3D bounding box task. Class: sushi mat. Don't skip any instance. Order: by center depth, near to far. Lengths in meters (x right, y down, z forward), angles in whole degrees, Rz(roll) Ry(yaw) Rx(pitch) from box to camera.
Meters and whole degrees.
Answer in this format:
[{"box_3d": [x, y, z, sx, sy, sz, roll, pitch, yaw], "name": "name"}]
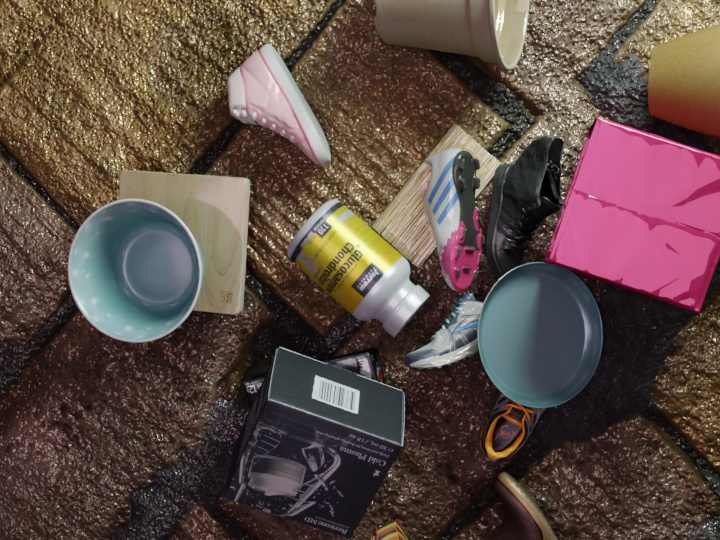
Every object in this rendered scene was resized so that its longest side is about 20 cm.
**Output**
[{"box_3d": [0.110, -0.108, 1.485, 0.096, 0.012, 0.200, 40, 100, 5], "name": "sushi mat"}]

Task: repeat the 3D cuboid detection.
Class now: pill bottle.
[{"box_3d": [0.000, 0.000, 1.464, 0.200, 0.112, 0.112, 41, 100, 6], "name": "pill bottle"}]

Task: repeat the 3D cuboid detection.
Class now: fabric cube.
[{"box_3d": [0.370, -0.074, 1.344, 0.198, 0.196, 0.201, 19, 97, 7], "name": "fabric cube"}]

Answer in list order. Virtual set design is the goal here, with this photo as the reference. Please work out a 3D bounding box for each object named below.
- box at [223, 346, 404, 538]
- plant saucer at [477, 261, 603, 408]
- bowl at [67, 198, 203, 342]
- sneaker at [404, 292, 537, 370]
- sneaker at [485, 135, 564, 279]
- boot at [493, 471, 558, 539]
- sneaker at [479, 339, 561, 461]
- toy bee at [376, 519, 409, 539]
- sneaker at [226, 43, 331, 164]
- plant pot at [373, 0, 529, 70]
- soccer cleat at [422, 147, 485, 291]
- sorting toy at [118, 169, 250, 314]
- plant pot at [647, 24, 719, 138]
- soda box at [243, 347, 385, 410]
[{"box_3d": [-0.065, 0.245, 1.435, 0.199, 0.124, 0.197, 20, 122, -9], "name": "box"}, {"box_3d": [0.246, 0.089, 1.412, 0.199, 0.027, 0.202, 1, 87, -22], "name": "plant saucer"}, {"box_3d": [-0.305, -0.003, 1.457, 0.199, 0.105, 0.202, 1, 95, 11], "name": "bowl"}, {"box_3d": [0.151, 0.082, 1.467, 0.199, 0.078, 0.087, -23, 84, 2], "name": "sneaker"}, {"box_3d": [0.234, -0.085, 1.417, 0.104, 0.060, 0.201, 4, 93, 48], "name": "sneaker"}, {"box_3d": [0.204, 0.411, 1.468, 0.166, 0.072, 0.201, -33, 94, 4], "name": "boot"}, {"box_3d": [0.232, 0.190, 1.451, 0.078, 0.077, 0.201, 24, 97, 10], "name": "sneaker"}, {"box_3d": [0.085, 0.466, 1.484, 0.200, 0.109, 0.131, 41, 99, 6], "name": "toy bee"}, {"box_3d": [-0.126, -0.223, 1.490, 0.104, 0.075, 0.201, -31, 80, 7], "name": "sneaker"}, {"box_3d": [0.120, -0.377, 1.386, 0.182, 0.200, 0.202, 5, 95, 21], "name": "plant pot"}, {"box_3d": [0.128, -0.072, 1.446, 0.086, 0.070, 0.201, 3, 93, 45], "name": "soccer cleat"}, {"box_3d": [-0.261, -0.045, 1.534, 0.197, 0.070, 0.201, 5, 95, 11], "name": "sorting toy"}, {"box_3d": [0.485, -0.250, 1.330, 0.199, 0.186, 0.188, 6, 95, 23], "name": "plant pot"}, {"box_3d": [-0.067, 0.169, 1.510, 0.199, 0.071, 0.064, -13, 91, 11], "name": "soda box"}]
